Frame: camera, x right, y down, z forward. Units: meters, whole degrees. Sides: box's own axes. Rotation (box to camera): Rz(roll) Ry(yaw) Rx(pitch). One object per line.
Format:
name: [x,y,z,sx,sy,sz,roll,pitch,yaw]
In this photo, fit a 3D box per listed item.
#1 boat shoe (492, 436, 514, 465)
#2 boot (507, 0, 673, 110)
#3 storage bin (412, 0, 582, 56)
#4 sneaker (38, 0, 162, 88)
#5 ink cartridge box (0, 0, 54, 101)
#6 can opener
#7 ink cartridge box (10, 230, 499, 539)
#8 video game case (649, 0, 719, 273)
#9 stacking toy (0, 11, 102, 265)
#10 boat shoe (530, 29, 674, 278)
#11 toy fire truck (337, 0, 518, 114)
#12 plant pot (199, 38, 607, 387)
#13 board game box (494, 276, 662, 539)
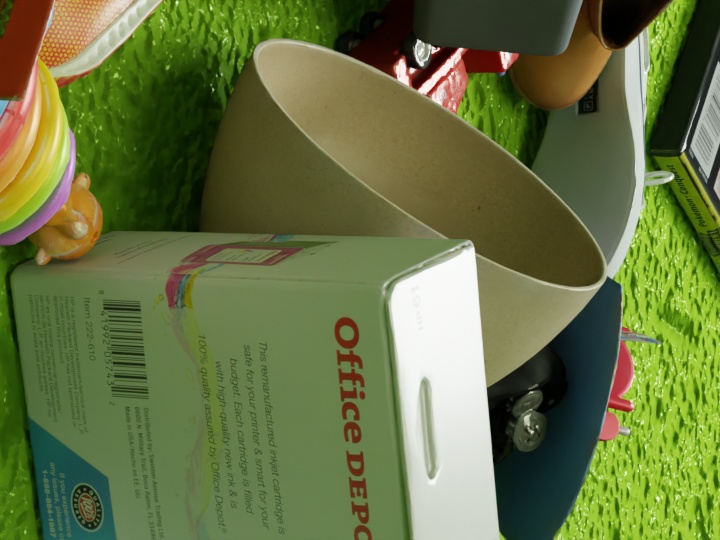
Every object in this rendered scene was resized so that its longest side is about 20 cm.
boat shoe: [0.061,0.074,1.506,0.073,0.065,0.200,91,13,-81]
boot: [0.131,-0.151,1.525,0.155,0.074,0.200,-99,-160,-59]
storage bin: [0.085,-0.212,1.435,0.134,0.145,0.200,99,-5,-50]
sneaker: [-0.108,-0.157,1.242,0.077,0.073,0.200,63,38,-23]
ink cartridge box: [-0.177,-0.157,1.031,0.044,0.173,0.200,41,58,-51]
can opener: [0.024,0.085,1.432,0.200,0.079,0.063,-31,137,-24]
ink cartridge box: [-0.045,0.062,1.231,0.085,0.200,0.145,-24,112,-55]
video game case: [0.262,-0.105,1.879,0.181,0.025,0.200,54,47,-45]
stacking toy: [-0.157,-0.051,1.156,0.116,0.110,0.200,-63,154,-9]
boat shoe: [0.144,-0.075,1.658,0.086,0.074,0.202,32,55,-58]
toy fire truck: [0.035,-0.073,1.495,0.200,0.049,0.141,-48,131,-47]
plant pot: [0.000,0.000,1.343,0.200,0.200,0.135,1,127,-58]
board game box: [0.117,0.075,1.518,0.039,0.200,0.158,15,97,-14]
